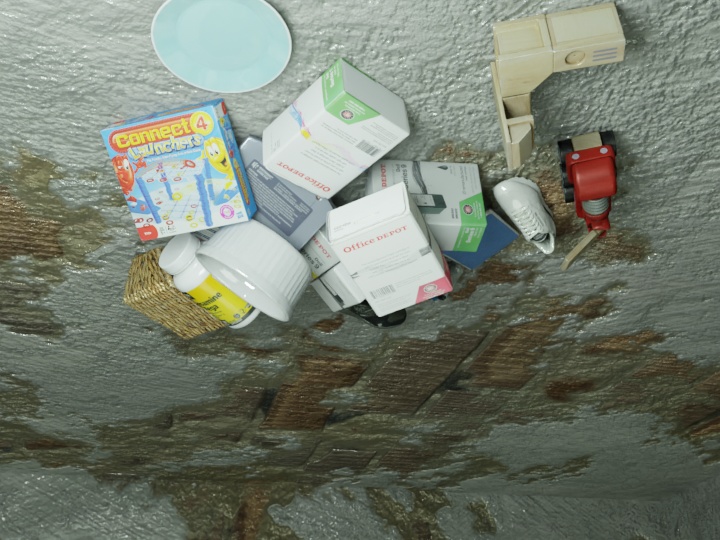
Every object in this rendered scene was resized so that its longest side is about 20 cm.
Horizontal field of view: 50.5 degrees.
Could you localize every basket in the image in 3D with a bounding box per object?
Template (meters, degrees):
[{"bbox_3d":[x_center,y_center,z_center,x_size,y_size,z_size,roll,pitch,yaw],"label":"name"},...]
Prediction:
[{"bbox_3d":[-0.361,0.032,1.582,0.149,0.143,0.200,-19,140,31],"label":"basket"}]

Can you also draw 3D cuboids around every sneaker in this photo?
[{"bbox_3d":[0.322,-0.106,1.466,0.076,0.081,0.200,-23,142,33],"label":"sneaker"},{"bbox_3d":[0.041,0.073,1.744,0.199,0.076,0.114,24,147,-27],"label":"sneaker"},{"bbox_3d":[0.171,0.018,1.640,0.075,0.087,0.200,47,169,-8],"label":"sneaker"}]

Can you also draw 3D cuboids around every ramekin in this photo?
[{"bbox_3d":[-0.180,-0.008,1.336,0.200,0.098,0.200,32,164,10],"label":"ramekin"}]

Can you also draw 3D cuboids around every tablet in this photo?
[{"bbox_3d":[0.237,-0.059,1.523,0.130,0.014,0.200,-37,155,16],"label":"tablet"}]

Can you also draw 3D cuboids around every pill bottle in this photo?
[{"bbox_3d":[-0.282,0.016,1.463,0.112,0.113,0.200,-24,130,32],"label":"pill bottle"}]

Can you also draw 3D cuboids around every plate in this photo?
[{"bbox_3d":[-0.199,-0.336,1.106,0.200,0.026,0.200,-1,149,-1],"label":"plate"}]

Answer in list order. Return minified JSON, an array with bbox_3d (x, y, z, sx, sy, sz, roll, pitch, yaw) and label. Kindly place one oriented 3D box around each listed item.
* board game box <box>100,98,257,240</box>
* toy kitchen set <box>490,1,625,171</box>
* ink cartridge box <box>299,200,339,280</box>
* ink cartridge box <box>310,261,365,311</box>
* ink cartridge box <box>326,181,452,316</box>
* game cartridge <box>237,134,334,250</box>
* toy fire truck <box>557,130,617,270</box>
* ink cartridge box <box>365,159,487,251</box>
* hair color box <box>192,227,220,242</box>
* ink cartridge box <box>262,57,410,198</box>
[{"bbox_3d":[-0.296,-0.163,1.258,0.200,0.056,0.196,-10,113,12],"label":"board game box"},{"bbox_3d":[0.296,-0.253,1.142,0.180,0.163,0.200,-8,149,9],"label":"toy kitchen set"},{"bbox_3d":[-0.121,-0.052,1.460,0.200,0.088,0.145,-33,100,38],"label":"ink cartridge box"},{"bbox_3d":[0.000,0.000,1.490,0.145,0.084,0.200,-39,-176,-17],"label":"ink cartridge box"},{"bbox_3d":[0.050,-0.032,1.282,0.146,0.085,0.200,-21,133,14],"label":"ink cartridge box"},{"bbox_3d":[-0.148,-0.134,1.325,0.200,0.041,0.133,41,103,-17],"label":"game cartridge"},{"bbox_3d":[0.396,-0.116,1.338,0.129,0.200,0.176,-10,148,12],"label":"toy fire truck"},{"bbox_3d":[0.113,-0.117,1.369,0.200,0.146,0.084,2,146,-7],"label":"ink cartridge box"},{"bbox_3d":[-0.256,-0.112,1.434,0.200,0.061,0.100,-28,139,35],"label":"hair color box"},{"bbox_3d":[-0.043,-0.222,1.234,0.145,0.084,0.200,25,135,-37],"label":"ink cartridge box"}]
